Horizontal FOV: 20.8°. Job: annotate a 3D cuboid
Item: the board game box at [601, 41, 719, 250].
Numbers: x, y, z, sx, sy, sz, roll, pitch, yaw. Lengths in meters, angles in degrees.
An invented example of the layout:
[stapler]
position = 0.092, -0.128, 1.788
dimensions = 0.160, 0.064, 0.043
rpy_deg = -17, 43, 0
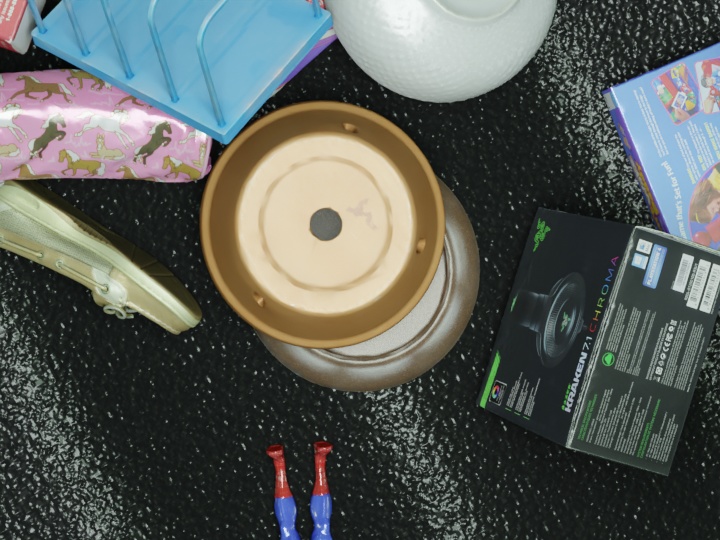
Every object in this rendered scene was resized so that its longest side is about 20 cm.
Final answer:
[board game box]
position = 0.298, -0.081, 1.606
dimensions = 0.134, 0.045, 0.201
rpy_deg = -22, 92, -2

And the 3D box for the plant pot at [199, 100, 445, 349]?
[plant pot]
position = -0.029, -0.036, 1.518
dimensions = 0.199, 0.140, 0.202
rpy_deg = 0, 91, -1

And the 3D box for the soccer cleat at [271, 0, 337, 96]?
[soccer cleat]
position = -0.038, -0.211, 1.578
dimensions = 0.200, 0.073, 0.068
rpy_deg = -43, 92, -1

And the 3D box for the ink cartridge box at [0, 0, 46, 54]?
[ink cartridge box]
position = -0.339, -0.277, 1.560
dimensions = 0.199, 0.083, 0.148
rpy_deg = 20, 90, -1

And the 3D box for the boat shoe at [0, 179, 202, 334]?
[boat shoe]
position = -0.220, -0.002, 1.579
dimensions = 0.200, 0.073, 0.063
rpy_deg = 33, 97, 1

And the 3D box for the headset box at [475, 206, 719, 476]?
[headset box]
position = 0.184, 0.049, 1.533
dimensions = 0.092, 0.200, 0.175
rpy_deg = 17, 91, -18

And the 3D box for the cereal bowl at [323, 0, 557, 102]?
[cereal bowl]
position = 0.072, -0.236, 1.549
dimensions = 0.199, 0.083, 0.202
rpy_deg = 1, 87, -19

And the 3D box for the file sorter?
[file sorter]
position = -0.147, -0.219, 1.493
dimensions = 0.199, 0.123, 0.139
rpy_deg = 28, 63, 25

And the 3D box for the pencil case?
[pencil case]
position = -0.213, -0.111, 1.550
dimensions = 0.199, 0.087, 0.083
rpy_deg = -2, 62, -15

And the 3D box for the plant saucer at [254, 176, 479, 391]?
[plant saucer]
position = 0.000, 0.000, 1.605
dimensions = 0.199, 0.032, 0.202
rpy_deg = 0, 92, -3

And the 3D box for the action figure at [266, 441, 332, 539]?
[action figure]
position = -0.044, 0.244, 1.600
dimensions = 0.065, 0.052, 0.201
rpy_deg = -5, 93, -6
